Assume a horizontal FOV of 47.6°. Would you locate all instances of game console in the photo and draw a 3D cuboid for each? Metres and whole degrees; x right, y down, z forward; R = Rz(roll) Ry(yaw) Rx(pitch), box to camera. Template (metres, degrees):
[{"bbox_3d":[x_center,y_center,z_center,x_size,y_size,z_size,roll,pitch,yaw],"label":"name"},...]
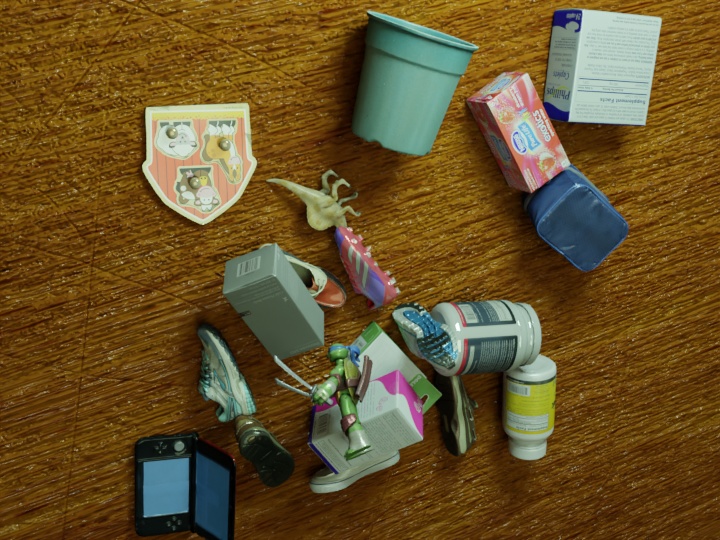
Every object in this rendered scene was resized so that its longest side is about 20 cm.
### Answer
[{"bbox_3d":[-0.322,0.414,1.493,0.169,0.119,0.204,-1,106,-20],"label":"game console"}]

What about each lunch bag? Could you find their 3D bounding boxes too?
[{"bbox_3d":[0.411,-0.116,1.605,0.199,0.133,0.136,37,110,-24],"label":"lunch bag"}]

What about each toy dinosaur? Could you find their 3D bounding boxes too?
[{"bbox_3d":[-0.065,-0.125,1.462,0.199,0.058,0.102,39,91,-26],"label":"toy dinosaur"}]

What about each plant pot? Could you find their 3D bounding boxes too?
[{"bbox_3d":[0.078,-0.314,1.395,0.197,0.201,0.199,10,110,-22],"label":"plant pot"}]

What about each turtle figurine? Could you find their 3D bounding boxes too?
[{"bbox_3d":[-0.061,0.239,1.437,0.197,0.144,0.197,-10,69,-34],"label":"turtle figurine"}]

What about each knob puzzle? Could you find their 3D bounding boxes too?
[{"bbox_3d":[-0.270,-0.176,1.385,0.215,0.030,0.224,-6,108,-19],"label":"knob puzzle"}]

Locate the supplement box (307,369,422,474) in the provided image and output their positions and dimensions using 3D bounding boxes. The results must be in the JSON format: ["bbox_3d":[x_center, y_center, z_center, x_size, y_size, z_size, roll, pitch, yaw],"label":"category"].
[{"bbox_3d":[0.011,0.287,1.543,0.198,0.102,0.104,-27,120,22],"label":"supplement box"}]

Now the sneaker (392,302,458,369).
[{"bbox_3d":[0.131,0.140,1.543,0.074,0.200,0.088,-22,122,-12],"label":"sneaker"}]

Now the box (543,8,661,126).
[{"bbox_3d":[0.455,-0.384,1.554,0.180,0.105,0.204,-1,106,-20],"label":"box"}]

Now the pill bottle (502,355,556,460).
[{"bbox_3d":[0.352,0.287,1.714,0.109,0.111,0.204,-7,109,-18],"label":"pill bottle"}]

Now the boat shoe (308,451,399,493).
[{"bbox_3d":[-0.015,0.375,1.626,0.197,0.071,0.071,-18,106,-17],"label":"boat shoe"}]

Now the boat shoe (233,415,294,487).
[{"bbox_3d":[-0.183,0.335,1.541,0.075,0.074,0.202,-33,139,-11],"label":"boat shoe"}]

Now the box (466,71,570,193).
[{"bbox_3d":[0.296,-0.259,1.533,0.099,0.095,0.202,-34,112,-7],"label":"box"}]

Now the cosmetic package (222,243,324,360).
[{"bbox_3d":[-0.148,0.059,1.427,0.105,0.091,0.201,-20,130,15],"label":"cosmetic package"}]

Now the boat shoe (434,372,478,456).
[{"bbox_3d":[0.203,0.279,1.684,0.074,0.074,0.206,-21,119,-28],"label":"boat shoe"}]

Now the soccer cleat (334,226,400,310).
[{"bbox_3d":[0.000,0.000,1.508,0.076,0.067,0.200,-34,130,9],"label":"soccer cleat"}]

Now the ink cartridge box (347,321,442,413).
[{"bbox_3d":[0.059,0.208,1.606,0.104,0.059,0.200,-44,115,-1],"label":"ink cartridge box"}]

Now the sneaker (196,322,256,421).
[{"bbox_3d":[-0.259,0.192,1.475,0.085,0.078,0.203,-25,113,-8],"label":"sneaker"}]

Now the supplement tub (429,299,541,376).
[{"bbox_3d":[0.240,0.131,1.607,0.196,0.140,0.143,-1,107,-20],"label":"supplement tub"}]

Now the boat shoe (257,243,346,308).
[{"bbox_3d":[-0.102,0.017,1.489,0.198,0.062,0.072,32,91,-27],"label":"boat shoe"}]
